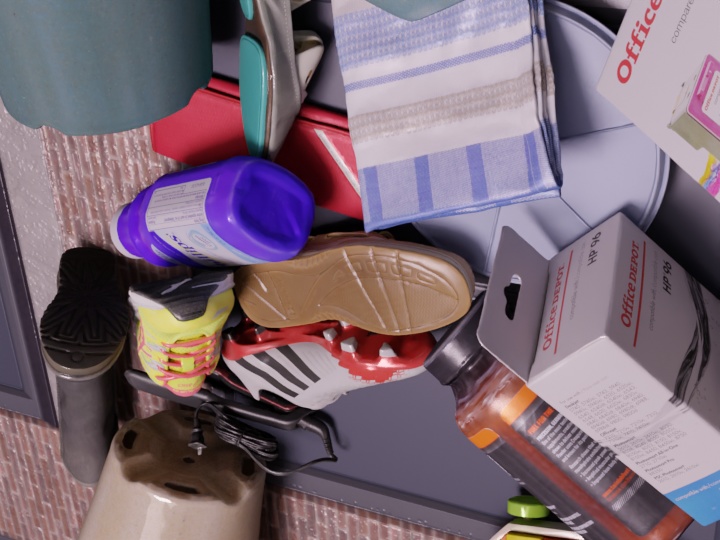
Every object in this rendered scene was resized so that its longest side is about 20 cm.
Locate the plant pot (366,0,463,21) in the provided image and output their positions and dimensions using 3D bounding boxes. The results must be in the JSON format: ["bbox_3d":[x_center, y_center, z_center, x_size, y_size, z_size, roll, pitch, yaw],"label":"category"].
[{"bbox_3d":[0.039,-0.212,0.588,0.200,0.200,0.135,-18,106,35],"label":"plant pot"}]

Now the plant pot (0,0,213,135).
[{"bbox_3d":[-0.181,-0.208,0.733,0.199,0.200,0.197,13,132,21],"label":"plant pot"}]

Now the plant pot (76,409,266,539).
[{"bbox_3d":[-0.164,0.232,0.987,0.200,0.200,0.184,23,114,15],"label":"plant pot"}]

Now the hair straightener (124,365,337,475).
[{"bbox_3d":[-0.113,0.127,0.957,0.199,0.077,0.041,24,156,9],"label":"hair straightener"}]

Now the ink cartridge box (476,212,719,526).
[{"bbox_3d":[0.172,0.049,0.697,0.200,0.116,0.068,38,131,-16],"label":"ink cartridge box"}]

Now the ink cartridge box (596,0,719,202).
[{"bbox_3d":[0.224,-0.102,0.564,0.200,0.084,0.145,57,141,43],"label":"ink cartridge box"}]

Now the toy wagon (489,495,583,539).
[{"bbox_3d":[0.178,0.257,0.852,0.199,0.040,0.156,2,92,30],"label":"toy wagon"}]

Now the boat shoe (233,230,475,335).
[{"bbox_3d":[0.000,0.000,0.821,0.199,0.069,0.074,1,119,34],"label":"boat shoe"}]

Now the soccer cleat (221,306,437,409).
[{"bbox_3d":[-0.022,0.072,0.882,0.199,0.069,0.085,-1,126,32],"label":"soccer cleat"}]

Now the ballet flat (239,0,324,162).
[{"bbox_3d":[-0.053,-0.166,0.758,0.063,0.067,0.201,-13,119,-15],"label":"ballet flat"}]

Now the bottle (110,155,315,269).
[{"bbox_3d":[-0.120,-0.038,0.841,0.083,0.066,0.200,28,160,-36],"label":"bottle"}]

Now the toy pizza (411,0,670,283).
[{"bbox_3d":[0.104,-0.084,0.740,0.199,0.032,0.201,13,121,22],"label":"toy pizza"}]

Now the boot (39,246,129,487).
[{"bbox_3d":[-0.236,0.104,0.959,0.072,0.182,0.201,9,119,-10],"label":"boot"}]

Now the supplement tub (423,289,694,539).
[{"bbox_3d":[0.140,0.104,0.782,0.200,0.107,0.107,41,129,1],"label":"supplement tub"}]

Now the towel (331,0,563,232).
[{"bbox_3d":[0.047,-0.133,0.697,0.146,0.024,0.201,-9,88,32],"label":"towel"}]

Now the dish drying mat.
[{"bbox_3d":[-0.071,-0.094,0.836,0.199,0.018,0.077,18,125,18],"label":"dish drying mat"}]

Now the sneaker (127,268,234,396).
[{"bbox_3d":[-0.133,0.050,0.862,0.200,0.078,0.091,154,106,-76],"label":"sneaker"}]
